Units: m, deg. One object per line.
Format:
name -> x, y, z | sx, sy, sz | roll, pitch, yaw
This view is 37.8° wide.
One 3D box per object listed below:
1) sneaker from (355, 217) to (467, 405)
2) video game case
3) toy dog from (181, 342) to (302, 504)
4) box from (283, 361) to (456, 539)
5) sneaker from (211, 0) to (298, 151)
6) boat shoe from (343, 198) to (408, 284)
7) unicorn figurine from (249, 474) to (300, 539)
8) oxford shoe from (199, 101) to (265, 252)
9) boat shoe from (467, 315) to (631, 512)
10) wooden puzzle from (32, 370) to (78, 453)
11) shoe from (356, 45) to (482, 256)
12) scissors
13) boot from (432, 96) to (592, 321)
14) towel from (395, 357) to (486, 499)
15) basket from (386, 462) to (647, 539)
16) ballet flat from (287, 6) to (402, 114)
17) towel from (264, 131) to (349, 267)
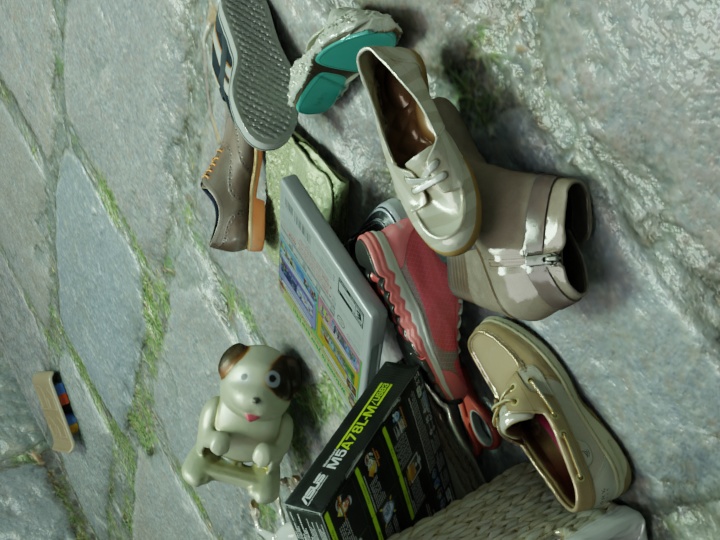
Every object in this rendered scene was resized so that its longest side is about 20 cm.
sneaker -> 0.072, 0.039, 1.003 | 0.202, 0.086, 0.074 | 64, 170, -22
video game case -> -0.034, 0.031, 1.091 | 0.201, 0.022, 0.183 | 55, 154, 33
toy dog -> -0.141, 0.188, 1.412 | 0.138, 0.195, 0.201 | 22, 135, 3
box -> 0.020, 0.222, 0.977 | 0.047, 0.193, 0.202 | 7, 130, 33
sneaker -> -0.116, -0.206, 1.144 | 0.080, 0.077, 0.203 | 121, 141, -59
boat shoe -> 0.000, 0.000, 1.107 | 0.072, 0.067, 0.200 | 58, 149, 17
unicorn figurine -> -0.097, 0.374, 1.502 | 0.139, 0.073, 0.200 | 61, 150, 14
oxford shoe -> -0.154, -0.123, 1.244 | 0.071, 0.072, 0.203 | 170, 96, -77
boat shoe -> 0.153, 0.126, 0.933 | 0.200, 0.069, 0.074 | 51, 146, 28
wooden puzzle -> -0.748, 0.345, 2.596 | 0.185, 0.046, 0.203 | -10, 95, 60
shoe -> 0.043, -0.103, 0.876 | 0.070, 0.053, 0.202 | -32, 64, 28
scissors -> 0.093, 0.096, 1.069 | 0.073, 0.014, 0.202 | -14, 98, 62
boot -> 0.124, -0.058, 0.879 | 0.145, 0.070, 0.203 | -8, 95, 50
towel -> 0.076, 0.193, 1.129 | 0.202, 0.034, 0.133 | 62, 159, 8
basket -> 0.143, 0.309, 0.943 | 0.160, 0.196, 0.203 | 21, 127, 54
ballet flat -> -0.025, -0.216, 1.017 | 0.200, 0.071, 0.073 | -29, 84, 60
towel -> -0.067, -0.060, 1.212 | 0.148, 0.036, 0.202 | 46, 144, 36
